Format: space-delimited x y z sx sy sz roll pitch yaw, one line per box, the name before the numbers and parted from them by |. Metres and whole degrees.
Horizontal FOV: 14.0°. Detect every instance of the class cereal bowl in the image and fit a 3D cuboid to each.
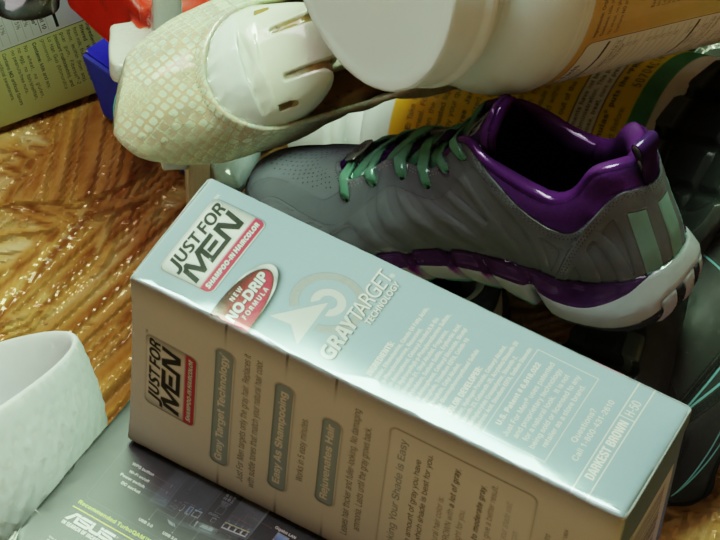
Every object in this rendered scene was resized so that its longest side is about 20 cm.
cereal bowl | -0.189 0.105 1.200 0.199 0.084 0.200 -22 11 5

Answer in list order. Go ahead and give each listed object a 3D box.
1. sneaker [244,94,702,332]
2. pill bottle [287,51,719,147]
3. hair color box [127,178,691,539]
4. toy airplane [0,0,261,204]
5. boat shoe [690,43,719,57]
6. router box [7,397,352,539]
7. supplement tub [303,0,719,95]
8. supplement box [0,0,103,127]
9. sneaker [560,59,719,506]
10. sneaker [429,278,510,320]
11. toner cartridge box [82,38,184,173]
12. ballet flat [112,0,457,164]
sneaker | 0.038 -0.041 1.142 0.199 0.088 0.075 11 45 29
pill bottle | 0.071 -0.054 1.299 0.199 0.113 0.113 14 48 32
hair color box | 0.014 0.056 1.072 0.199 0.099 0.061 25 52 15
toy airplane | -0.072 -0.129 1.305 0.140 0.200 0.200 -13 75 -23
boat shoe | 0.209 -0.067 1.304 0.071 0.064 0.200 -34 43 -21
router box | -0.016 0.115 1.126 0.199 0.062 0.150 28 54 17
supplement tub | 0.084 -0.149 1.136 0.199 0.146 0.145 -15 36 -29
supplement box | -0.228 -0.174 1.517 0.199 0.135 0.200 -20 40 -5
sneaker | 0.141 0.001 1.182 0.075 0.079 0.201 23 86 60
sneaker | 0.000 0.000 1.260 0.070 0.109 0.200 -36 45 -21
toner cartridge box | -0.030 -0.126 1.468 0.199 0.043 0.095 -34 45 -20
ballet flat | -0.007 -0.095 1.198 0.199 0.068 0.062 -18 -6 -21
